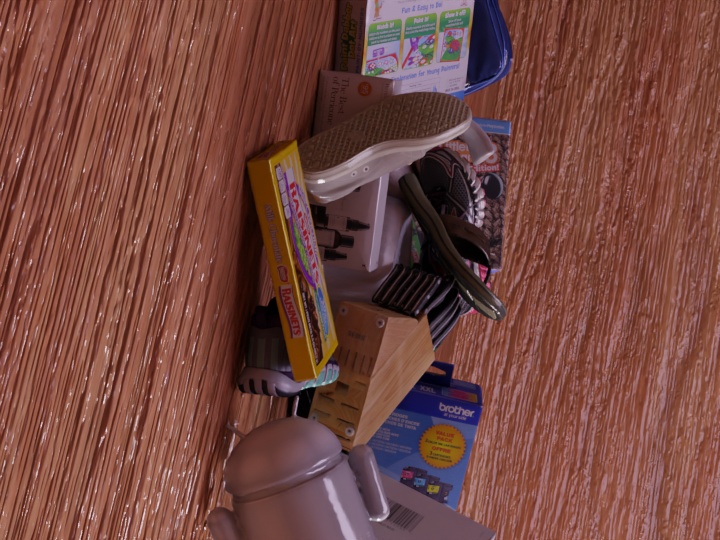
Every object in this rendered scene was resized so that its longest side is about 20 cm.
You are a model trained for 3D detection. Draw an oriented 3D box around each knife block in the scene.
[{"bbox_3d":[0.036,0.091,1.502,0.175,0.064,0.201,9,97,-57],"label":"knife block"}]

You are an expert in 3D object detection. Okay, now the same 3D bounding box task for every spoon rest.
[{"bbox_3d":[0.054,-0.148,1.569,0.099,0.199,0.061,-35,-117,54],"label":"spoon rest"}]

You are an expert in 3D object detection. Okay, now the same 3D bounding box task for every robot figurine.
[{"bbox_3d":[-0.054,0.220,1.275,0.113,0.169,0.201,-16,-84,66],"label":"robot figurine"}]

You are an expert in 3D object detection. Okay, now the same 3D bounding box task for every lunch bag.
[{"bbox_3d":[0.101,-0.310,1.707,0.132,0.135,0.201,-45,116,-77],"label":"lunch bag"}]

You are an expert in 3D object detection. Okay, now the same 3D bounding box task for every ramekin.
[{"bbox_3d":[0.000,0.000,1.602,0.202,0.094,0.204,9,90,-82],"label":"ramekin"}]

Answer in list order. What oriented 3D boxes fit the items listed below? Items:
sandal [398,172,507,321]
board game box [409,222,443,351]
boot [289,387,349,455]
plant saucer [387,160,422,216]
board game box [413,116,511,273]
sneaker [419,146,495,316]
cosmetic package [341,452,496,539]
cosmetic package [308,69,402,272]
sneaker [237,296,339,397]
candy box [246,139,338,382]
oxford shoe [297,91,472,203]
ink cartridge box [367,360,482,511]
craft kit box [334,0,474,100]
[{"bbox_3d":[0.108,-0.034,1.551,0.202,0.057,0.080,60,-3,21],"label":"sandal"},{"bbox_3d":[0.043,0.036,1.729,0.135,0.029,0.201,124,-37,-46],"label":"board game box"},{"bbox_3d":[-0.033,0.161,1.620,0.162,0.073,0.199,-38,143,-74],"label":"boot"},{"bbox_3d":[0.049,-0.162,1.698,0.200,0.036,0.202,-15,90,-73],"label":"plant saucer"},{"bbox_3d":[0.108,-0.101,1.867,0.097,0.158,0.201,144,-50,-80],"label":"board game box"},{"bbox_3d":[0.102,-0.045,1.636,0.074,0.080,0.201,-9,89,-42],"label":"sneaker"},{"bbox_3d":[0.012,0.340,1.508,0.123,0.199,0.201,-31,143,-60],"label":"cosmetic package"},{"bbox_3d":[-0.012,-0.104,1.465,0.051,0.082,0.201,-33,130,-79],"label":"cosmetic package"},{"bbox_3d":[-0.062,0.067,1.350,0.200,0.074,0.088,-17,111,-79],"label":"sneaker"},{"bbox_3d":[-0.059,-0.011,1.262,0.102,0.026,0.201,-60,140,-73],"label":"candy box"},{"bbox_3d":[0.021,-0.124,1.405,0.075,0.199,0.058,51,-23,36],"label":"oxford shoe"},{"bbox_3d":[0.062,0.191,1.622,0.076,0.136,0.201,-81,-176,-77],"label":"ink cartridge box"},{"bbox_3d":[0.052,-0.273,1.554,0.200,0.048,0.199,-20,125,-47],"label":"craft kit box"}]
